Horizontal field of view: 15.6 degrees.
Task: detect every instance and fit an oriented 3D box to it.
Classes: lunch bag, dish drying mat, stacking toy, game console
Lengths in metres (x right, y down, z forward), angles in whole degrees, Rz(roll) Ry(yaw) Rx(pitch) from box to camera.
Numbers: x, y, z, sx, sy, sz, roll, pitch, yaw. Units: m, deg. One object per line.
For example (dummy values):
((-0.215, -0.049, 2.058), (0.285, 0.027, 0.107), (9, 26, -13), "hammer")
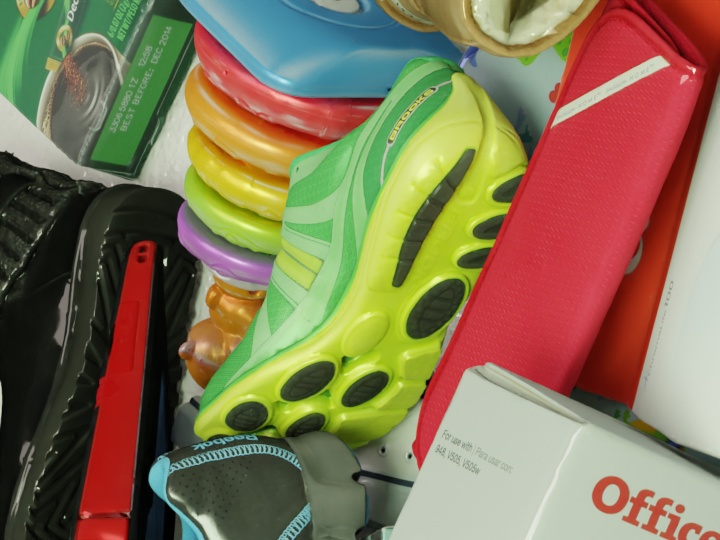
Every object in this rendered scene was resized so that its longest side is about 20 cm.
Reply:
((0.114, -0.018, 0.989), (0.161, 0.082, 0.201), (-28, 62, 38), "lunch bag")
((0.067, 0.001, 0.936), (0.200, 0.018, 0.077), (-67, 30, 22), "dish drying mat")
((-0.039, -0.032, 1.157), (0.110, 0.116, 0.201), (46, 128, 42), "stacking toy")
((-0.093, 0.114, 1.106), (0.200, 0.031, 0.177), (93, -177, -50), "game console")

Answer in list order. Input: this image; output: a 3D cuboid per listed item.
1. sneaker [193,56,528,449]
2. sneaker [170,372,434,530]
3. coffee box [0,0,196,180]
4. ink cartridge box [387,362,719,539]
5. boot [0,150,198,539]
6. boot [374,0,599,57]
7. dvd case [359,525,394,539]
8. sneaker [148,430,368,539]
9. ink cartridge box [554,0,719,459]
((0.000, 0.000, 1.026), (0.200, 0.074, 0.084), (-52, 35, 32), "sneaker")
((0.006, 0.070, 1.102), (0.200, 0.073, 0.071), (12, 81, 38), "sneaker")
((-0.153, -0.144, 1.326), (0.200, 0.044, 0.123), (43, 112, 43), "coffee box")
((0.068, 0.151, 0.876), (0.083, 0.146, 0.201), (23, 90, 62), "ink cartridge box")
((-0.162, 0.048, 1.267), (0.158, 0.079, 0.212), (8, 81, 43), "boot")
((0.075, -0.158, 0.994), (0.176, 0.066, 0.200), (-62, 11, 0), "boot")
((-0.014, 0.191, 1.064), (0.200, 0.022, 0.147), (145, 126, -64), "dvd case")
((-0.050, 0.161, 1.018), (0.073, 0.082, 0.201), (-170, 83, -68), "sneaker")
((0.119, -0.024, 0.891), (0.200, 0.047, 0.161), (18, 96, 46), "ink cartridge box")
